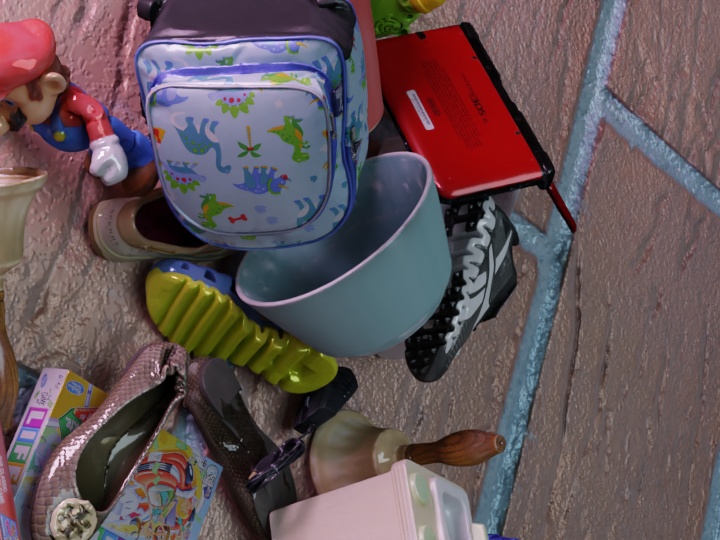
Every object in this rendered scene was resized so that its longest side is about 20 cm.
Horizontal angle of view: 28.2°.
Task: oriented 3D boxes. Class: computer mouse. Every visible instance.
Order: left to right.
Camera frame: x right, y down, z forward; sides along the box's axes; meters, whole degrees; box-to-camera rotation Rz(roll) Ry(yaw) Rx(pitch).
[{"bbox_3d":[-0.057,0.139,1.309,0.034,0.058,0.200,54,31,-6],"label":"computer mouse"}]

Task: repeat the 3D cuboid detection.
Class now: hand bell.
[{"bbox_3d":[-0.290,0.027,1.118,0.104,0.104,0.202,-13,106,-42],"label":"hand bell"},{"bbox_3d":[0.057,0.171,1.333,0.104,0.199,0.105,13,71,-43],"label":"hand bell"}]

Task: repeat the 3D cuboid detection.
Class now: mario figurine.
[{"bbox_3d":[-0.252,-0.115,1.140,0.200,0.123,0.107,39,43,-49],"label":"mario figurine"}]

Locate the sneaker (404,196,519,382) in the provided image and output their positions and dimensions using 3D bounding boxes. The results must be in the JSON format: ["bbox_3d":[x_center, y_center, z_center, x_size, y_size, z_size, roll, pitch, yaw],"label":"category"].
[{"bbox_3d":[0.104,0.023,1.338,0.090,0.066,0.201,36,61,-32],"label":"sneaker"}]

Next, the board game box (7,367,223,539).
[{"bbox_3d":[-0.208,0.185,1.187,0.200,0.034,0.135,40,61,-43],"label":"board game box"}]

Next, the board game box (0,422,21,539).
[{"bbox_3d":[-0.296,0.153,1.083,0.019,0.102,0.202,-11,94,-41],"label":"board game box"}]

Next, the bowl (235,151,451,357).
[{"bbox_3d":[0.000,0.000,1.250,0.201,0.200,0.105,-51,120,-33],"label":"bowl"}]

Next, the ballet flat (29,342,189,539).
[{"bbox_3d":[-0.191,0.138,1.132,0.201,0.046,0.068,-57,132,-33],"label":"ballet flat"}]

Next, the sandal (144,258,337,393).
[{"bbox_3d":[-0.109,0.039,1.296,0.199,0.079,0.088,30,37,-32],"label":"sandal"}]

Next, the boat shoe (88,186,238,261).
[{"bbox_3d":[-0.141,-0.043,1.269,0.199,0.066,0.075,-14,95,-43],"label":"boat shoe"}]

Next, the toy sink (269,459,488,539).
[{"bbox_3d":[0.038,0.246,1.281,0.130,0.199,0.113,33,42,-53],"label":"toy sink"}]

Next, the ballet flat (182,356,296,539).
[{"bbox_3d":[-0.112,0.164,1.296,0.067,0.046,0.201,-55,127,-48],"label":"ballet flat"}]

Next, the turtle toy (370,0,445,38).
[{"bbox_3d":[-0.004,-0.312,1.386,0.201,0.145,0.101,56,32,-24],"label":"turtle toy"}]

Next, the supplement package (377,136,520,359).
[{"bbox_3d":[0.058,-0.026,1.421,0.114,0.109,0.201,41,60,-32],"label":"supplement package"}]

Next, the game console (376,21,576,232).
[{"bbox_3d":[0.105,-0.124,1.366,0.171,0.119,0.201,-14,56,-18],"label":"game console"}]

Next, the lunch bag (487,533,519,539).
[{"bbox_3d":[0.085,0.351,1.365,0.127,0.169,0.202,-2,86,-51],"label":"lunch bag"}]

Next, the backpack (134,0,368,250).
[{"bbox_3d":[-0.085,-0.109,1.152,0.148,0.181,0.201,-80,167,-49],"label":"backpack"}]

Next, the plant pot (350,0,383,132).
[{"bbox_3d":[-0.071,-0.200,1.280,0.200,0.199,0.179,-40,123,-37],"label":"plant pot"}]
